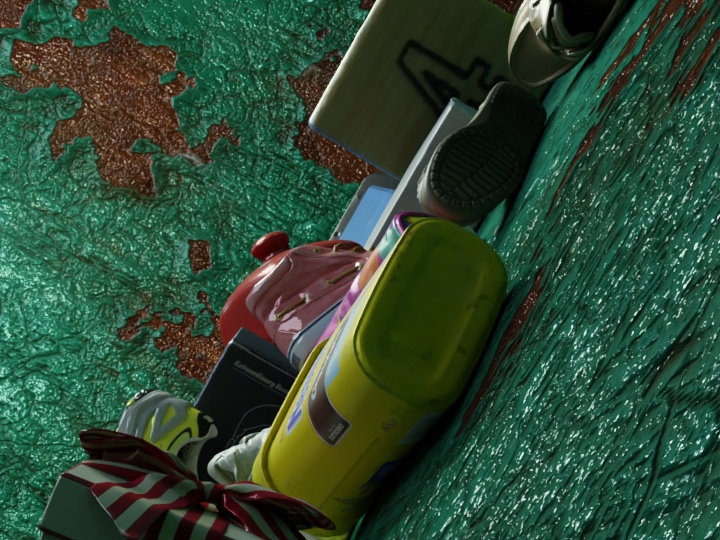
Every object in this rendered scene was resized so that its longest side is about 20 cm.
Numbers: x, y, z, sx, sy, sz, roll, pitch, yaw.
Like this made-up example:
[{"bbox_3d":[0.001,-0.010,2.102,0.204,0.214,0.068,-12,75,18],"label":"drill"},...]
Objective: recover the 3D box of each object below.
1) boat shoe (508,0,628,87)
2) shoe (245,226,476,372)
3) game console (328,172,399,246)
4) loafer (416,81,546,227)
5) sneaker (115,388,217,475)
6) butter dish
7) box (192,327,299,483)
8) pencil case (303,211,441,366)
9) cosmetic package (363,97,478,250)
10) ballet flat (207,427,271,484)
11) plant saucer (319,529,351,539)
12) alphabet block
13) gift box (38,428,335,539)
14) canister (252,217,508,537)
[{"bbox_3d":[0.171,-0.210,1.264,0.065,0.071,0.200,-60,3,-36],"label":"boat shoe"},{"bbox_3d":[0.000,0.000,1.321,0.200,0.091,0.072,-36,-29,-15],"label":"shoe"},{"bbox_3d":[0.035,-0.045,1.773,0.201,0.116,0.176,-62,2,-24],"label":"game console"},{"bbox_3d":[0.103,-0.089,1.309,0.200,0.076,0.068,-47,-9,-48],"label":"loafer"},{"bbox_3d":[-0.178,0.203,1.282,0.075,0.076,0.201,15,-92,-67],"label":"sneaker"},{"bbox_3d":[-0.067,0.028,1.606,0.199,0.148,0.200,-15,-17,-42],"label":"butter dish"},{"bbox_3d":[-0.097,0.176,1.376,0.201,0.148,0.107,-60,2,4],"label":"box"},{"bbox_3d":[0.021,0.050,1.224,0.201,0.088,0.088,-62,1,27],"label":"pencil case"},{"bbox_3d":[0.072,-0.060,1.472,0.201,0.090,0.107,-57,2,14],"label":"cosmetic package"},{"bbox_3d":[-0.101,0.181,1.176,0.201,0.069,0.069,-61,2,-24],"label":"ballet flat"},{"bbox_3d":[-0.057,0.221,1.159,0.200,0.048,0.200,-59,3,45],"label":"plant saucer"},{"bbox_3d":[0.079,-0.192,1.601,0.201,0.196,0.195,-60,3,7],"label":"alphabet block"},{"bbox_3d":[-0.109,0.207,0.894,0.200,0.184,0.188,164,127,-83],"label":"gift box"},{"bbox_3d":[0.012,0.072,1.011,0.149,0.086,0.200,-62,4,-37],"label":"canister"}]
